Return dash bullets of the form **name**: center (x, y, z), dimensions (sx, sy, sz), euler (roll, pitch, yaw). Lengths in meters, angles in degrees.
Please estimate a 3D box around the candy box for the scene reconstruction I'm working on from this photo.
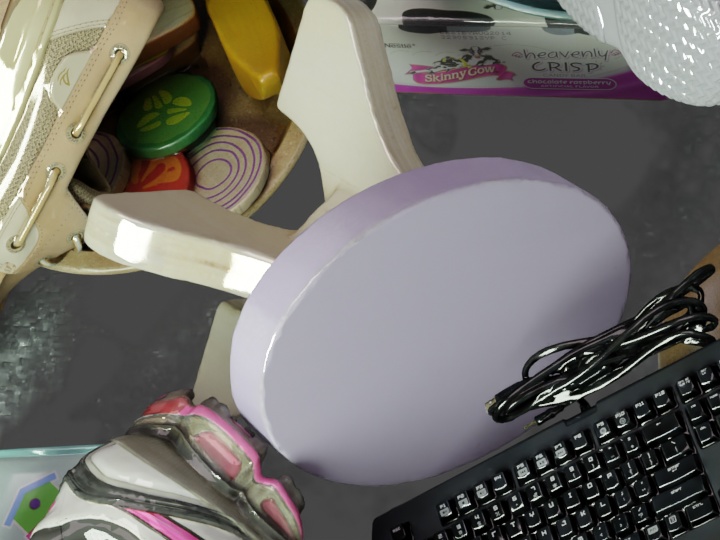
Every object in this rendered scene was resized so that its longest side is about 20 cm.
- **candy box**: center (0.082, -0.178, 0.842), dimensions (0.135, 0.061, 0.202), euler (3, 62, 12)

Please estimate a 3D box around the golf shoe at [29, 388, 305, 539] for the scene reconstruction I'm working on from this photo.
- **golf shoe**: center (-0.028, 0.139, 0.622), dimensions (0.200, 0.073, 0.092), euler (43, 53, 9)

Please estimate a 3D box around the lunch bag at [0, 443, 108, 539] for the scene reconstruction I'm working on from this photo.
- **lunch bag**: center (-0.100, 0.167, 0.688), dimensions (0.159, 0.077, 0.202), euler (-4, 63, 5)

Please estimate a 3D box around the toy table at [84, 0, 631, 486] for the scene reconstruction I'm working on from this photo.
- **toy table**: center (0.000, 0.000, 0.709), dimensions (0.117, 0.199, 0.185), euler (34, 104, 36)

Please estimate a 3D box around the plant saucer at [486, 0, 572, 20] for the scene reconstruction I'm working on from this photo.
- **plant saucer**: center (0.101, -0.182, 0.785), dimensions (0.198, 0.036, 0.202), euler (-4, 63, 7)

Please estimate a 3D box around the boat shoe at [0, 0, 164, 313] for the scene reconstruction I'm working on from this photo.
- **boat shoe**: center (-0.138, -0.031, 0.768), dimensions (0.064, 0.201, 0.071), euler (19, 24, -8)

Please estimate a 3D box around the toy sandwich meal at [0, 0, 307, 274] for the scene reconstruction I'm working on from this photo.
- **toy sandwich meal**: center (-0.113, -0.096, 0.836), dimensions (0.203, 0.070, 0.207), euler (-5, 61, 10)

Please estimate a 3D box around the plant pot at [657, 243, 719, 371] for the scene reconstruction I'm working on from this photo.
- **plant pot**: center (0.210, 0.035, 0.673), dimensions (0.198, 0.028, 0.201), euler (2, 42, -2)

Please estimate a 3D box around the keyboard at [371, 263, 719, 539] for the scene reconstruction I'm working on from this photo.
- **keyboard**: center (0.081, 0.066, 0.642), dimensions (0.199, 0.040, 0.105), euler (-30, 53, 19)

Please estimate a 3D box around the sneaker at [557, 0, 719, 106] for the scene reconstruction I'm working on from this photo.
- **sneaker**: center (0.117, -0.151, 0.710), dimensions (0.113, 0.076, 0.200), euler (-27, 56, -18)
